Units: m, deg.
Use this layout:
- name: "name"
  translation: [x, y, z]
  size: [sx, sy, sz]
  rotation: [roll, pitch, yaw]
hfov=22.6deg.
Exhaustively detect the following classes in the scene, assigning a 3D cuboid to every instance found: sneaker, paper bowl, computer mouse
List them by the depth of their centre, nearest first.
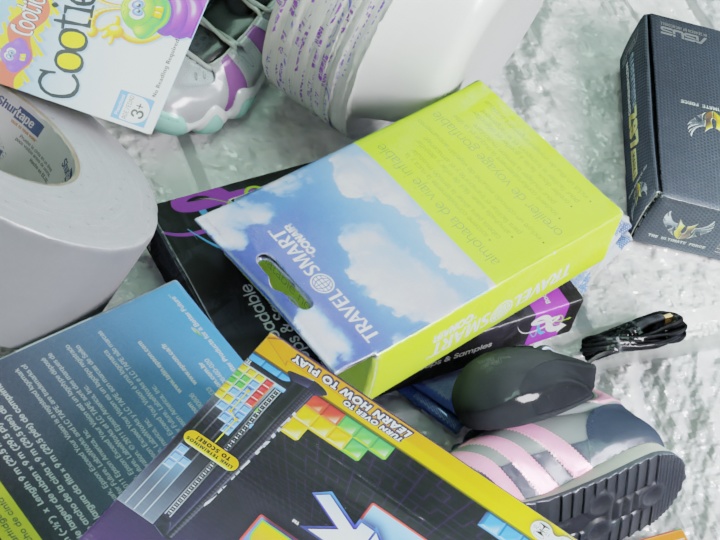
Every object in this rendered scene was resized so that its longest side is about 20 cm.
- name: "sneaker"
  translation: [0.064, 0.110, 0.923]
  size: [0.199, 0.070, 0.082]
  rotation: [-8, 38, -26]
- name: "computer mouse"
  translation: [0.116, 0.043, 0.966]
  size: [0.200, 0.058, 0.034]
  rotation: [-20, 102, -51]
- name: "paper bowl"
  translation: [0.041, -0.164, 1.033]
  size: [0.104, 0.201, 0.201]
  rotation: [36, 50, 11]
- name: "sneaker"
  translation: [-0.061, -0.174, 1.045]
  size: [0.078, 0.140, 0.200]
  rotation: [33, 49, 10]

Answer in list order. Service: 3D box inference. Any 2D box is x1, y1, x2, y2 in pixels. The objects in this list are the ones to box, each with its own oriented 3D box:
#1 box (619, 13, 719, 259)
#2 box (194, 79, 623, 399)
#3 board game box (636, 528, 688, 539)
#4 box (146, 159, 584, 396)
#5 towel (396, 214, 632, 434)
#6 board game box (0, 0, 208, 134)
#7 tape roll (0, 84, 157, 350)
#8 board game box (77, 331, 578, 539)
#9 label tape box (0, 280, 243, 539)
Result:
- name: "box"
  translation: [0.264, -0.071, 1.133]
  size: [0.199, 0.051, 0.158]
  rotation: [13, 51, -9]
- name: "box"
  translation: [0.025, -0.016, 0.937]
  size: [0.199, 0.048, 0.122]
  rotation: [-28, 60, -31]
- name: "board game box"
  translation: [0.097, 0.196, 0.885]
  size: [0.199, 0.019, 0.103]
  rotation: [-10, 58, -25]
- name: "box"
  translation: [0.000, 0.000, 0.974]
  size: [0.199, 0.036, 0.143]
  rotation: [-16, 55, -25]
- name: "towel"
  translation: [0.055, -0.009, 1.032]
  size: [0.147, 0.024, 0.200]
  rotation: [35, 50, 11]
- name: "board game box"
  translation: [-0.149, -0.174, 0.984]
  size: [0.103, 0.105, 0.200]
  rotation: [18, 25, -19]
- name: "tape roll"
  translation: [-0.200, -0.051, 0.888]
  size: [0.200, 0.066, 0.200]
  rotation: [33, 18, -12]
- name: "board game box"
  translation: [-0.008, 0.141, 0.755]
  size: [0.199, 0.057, 0.165]
  rotation: [33, 48, 11]
- name: "label tape box"
  translation: [-0.128, 0.106, 0.827]
  size: [0.199, 0.066, 0.143]
  rotation: [-27, 62, -31]
